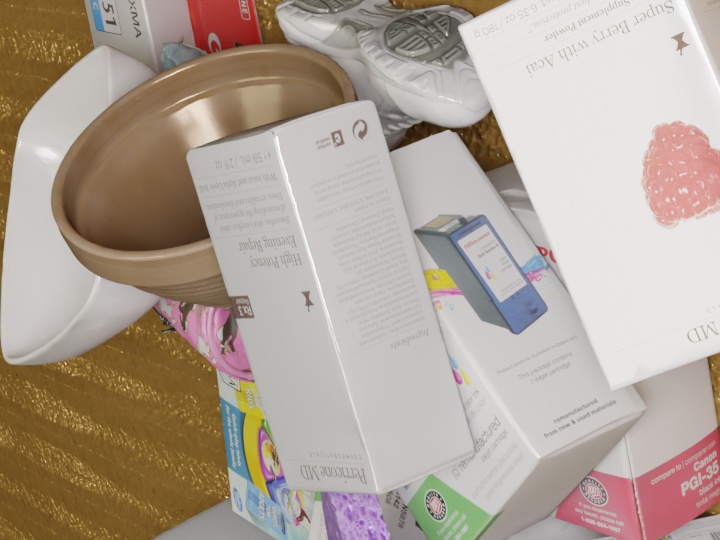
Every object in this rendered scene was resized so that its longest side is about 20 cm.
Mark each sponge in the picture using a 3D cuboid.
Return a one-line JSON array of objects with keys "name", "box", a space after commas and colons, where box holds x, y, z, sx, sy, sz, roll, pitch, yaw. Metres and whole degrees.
[{"name": "sponge", "box": [0.005, 0.191, 1.227, 0.201, 0.030, 0.112, 82, 169, -53]}]

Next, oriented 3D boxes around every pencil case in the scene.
[{"name": "pencil case", "box": [-0.105, 0.007, 1.412, 0.083, 0.087, 0.200, 35, 179, -29]}]

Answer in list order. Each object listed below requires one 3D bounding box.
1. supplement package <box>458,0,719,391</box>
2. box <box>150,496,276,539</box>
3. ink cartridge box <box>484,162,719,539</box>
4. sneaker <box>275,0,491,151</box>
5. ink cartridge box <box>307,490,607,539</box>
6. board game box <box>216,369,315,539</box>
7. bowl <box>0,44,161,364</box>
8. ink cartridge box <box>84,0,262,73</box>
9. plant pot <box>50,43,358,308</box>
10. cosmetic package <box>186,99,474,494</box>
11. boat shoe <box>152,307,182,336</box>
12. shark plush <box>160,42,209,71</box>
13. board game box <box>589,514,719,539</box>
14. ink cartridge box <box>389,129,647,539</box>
[{"name": "supplement package", "box": [0.157, -0.062, 1.028, 0.121, 0.120, 0.202, -23, 92, 29]}, {"name": "box", "box": [-0.075, 0.305, 1.626, 0.200, 0.106, 0.153, 40, 139, 34]}, {"name": "ink cartridge box", "box": [0.129, 0.044, 1.199, 0.146, 0.082, 0.202, 13, 120, 51]}, {"name": "sneaker", "box": [0.025, -0.116, 1.270, 0.200, 0.077, 0.100, 34, 143, 52]}, {"name": "ink cartridge box", "box": [0.069, 0.181, 1.329, 0.199, 0.084, 0.147, 30, 130, 27]}, {"name": "board game box", "box": [-0.029, 0.148, 1.519, 0.199, 0.047, 0.152, 26, 130, 45]}, {"name": "bowl", "box": [-0.183, -0.037, 1.413, 0.199, 0.074, 0.202, -30, 54, 57]}, {"name": "ink cartridge box", "box": [-0.132, -0.140, 1.491, 0.176, 0.044, 0.202, 16, 123, 51]}, {"name": "plant pot", "box": [-0.083, -0.043, 1.242, 0.200, 0.201, 0.093, 25, 147, 45]}, {"name": "cosmetic package", "box": [-0.017, 0.017, 1.092, 0.101, 0.074, 0.202, -7, 100, 57]}, {"name": "boat shoe", "box": [-0.124, 0.019, 1.555, 0.200, 0.074, 0.063, 43, 146, 39]}, {"name": "shark plush", "box": [-0.072, -0.067, 1.352, 0.090, 0.083, 0.201, -30, 64, 16]}, {"name": "board game box", "box": [0.132, 0.224, 1.204, 0.034, 0.198, 0.136, -119, 25, -55]}, {"name": "ink cartridge box", "box": [0.051, 0.045, 1.155, 0.201, 0.087, 0.146, 58, 146, 18]}]
